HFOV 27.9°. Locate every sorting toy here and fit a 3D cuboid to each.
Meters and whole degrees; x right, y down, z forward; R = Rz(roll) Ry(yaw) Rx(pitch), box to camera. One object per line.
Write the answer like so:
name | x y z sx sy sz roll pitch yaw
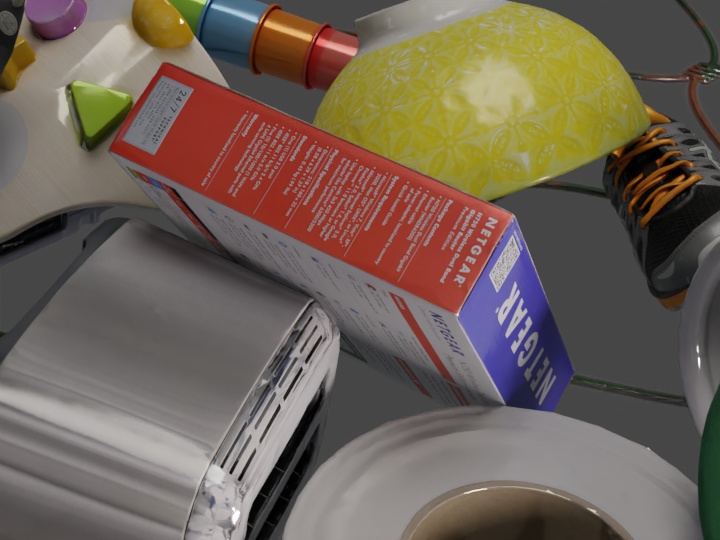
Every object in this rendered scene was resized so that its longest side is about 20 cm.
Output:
sorting toy | -0.191 -0.089 0.804 0.180 0.107 0.200 -39 54 -21

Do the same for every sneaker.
sneaker | 0.171 -0.041 0.807 0.077 0.078 0.200 49 11 -12

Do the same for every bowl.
bowl | 0.051 -0.100 0.803 0.199 0.108 0.200 -18 9 3

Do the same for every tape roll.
tape roll | 0.064 0.147 0.593 0.202 0.071 0.203 4 37 -3

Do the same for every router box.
router box | 0.000 0.000 0.678 0.179 0.200 0.049 26 77 23

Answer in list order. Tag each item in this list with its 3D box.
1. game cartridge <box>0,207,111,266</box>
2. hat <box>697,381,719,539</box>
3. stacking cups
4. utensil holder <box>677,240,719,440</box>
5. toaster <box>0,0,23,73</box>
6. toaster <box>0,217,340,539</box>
game cartridge | -0.255 -0.039 0.814 0.133 0.041 0.200 31 43 34
hat | 0.247 0.117 0.603 0.165 0.176 0.201 -15 65 24
stacking cups | -0.082 -0.163 0.992 0.199 0.061 0.061 21 39 10
utensil holder | 0.285 0.029 0.707 0.200 0.170 0.170 -18 44 -34
toaster | -0.262 -0.091 0.709 0.129 0.201 0.114 23 2 37
toaster | -0.092 0.070 0.634 0.129 0.114 0.200 18 37 10
